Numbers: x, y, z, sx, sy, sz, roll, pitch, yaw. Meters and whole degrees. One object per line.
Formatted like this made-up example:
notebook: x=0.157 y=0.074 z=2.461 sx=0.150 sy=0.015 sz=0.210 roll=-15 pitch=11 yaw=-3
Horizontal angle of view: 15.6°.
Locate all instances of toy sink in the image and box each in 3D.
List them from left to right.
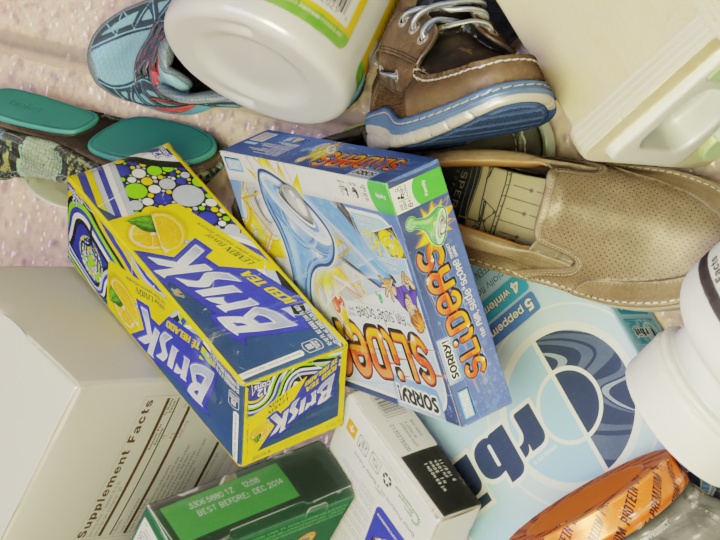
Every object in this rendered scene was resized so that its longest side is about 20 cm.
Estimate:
toy sink: x=0.159 y=-0.122 z=1.331 sx=0.112 sy=0.130 sz=0.200 roll=-42 pitch=67 yaw=30

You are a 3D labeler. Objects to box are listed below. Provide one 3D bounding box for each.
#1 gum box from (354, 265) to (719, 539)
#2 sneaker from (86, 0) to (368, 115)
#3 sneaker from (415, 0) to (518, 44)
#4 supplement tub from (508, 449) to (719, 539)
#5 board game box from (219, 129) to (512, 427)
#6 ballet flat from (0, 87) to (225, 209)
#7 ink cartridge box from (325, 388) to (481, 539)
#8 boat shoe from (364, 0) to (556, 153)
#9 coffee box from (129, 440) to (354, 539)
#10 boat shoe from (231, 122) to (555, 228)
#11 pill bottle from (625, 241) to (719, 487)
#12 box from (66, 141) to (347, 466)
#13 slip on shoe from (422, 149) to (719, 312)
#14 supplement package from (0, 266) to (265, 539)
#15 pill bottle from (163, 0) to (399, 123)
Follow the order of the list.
gum box: x=0.102 y=0.092 z=1.427 sx=0.170 sy=0.044 sz=0.200 roll=-41 pitch=67 yaw=30
sneaker: x=-0.096 y=-0.133 z=1.548 sx=0.199 sy=0.095 sz=0.080 roll=2 pitch=91 yaw=38
sneaker: x=0.079 y=-0.205 z=1.445 sx=0.200 sy=0.070 sz=0.082 roll=-61 pitch=34 yaw=23
supplement tub: x=0.162 y=0.198 z=1.300 sx=0.122 sy=0.122 sz=0.201 roll=-28 pitch=92 yaw=34
board game box: x=0.000 y=0.000 z=1.398 sx=0.200 sy=0.034 sz=0.136 roll=14 pitch=125 yaw=62
ballet flat: x=-0.157 y=-0.064 z=1.625 sx=0.199 sy=0.074 sz=0.075 roll=18 pitch=101 yaw=38
ink cartridge box: x=0.005 y=0.162 z=1.479 sx=0.095 sy=0.037 sz=0.200 roll=53 pitch=142 yaw=30
boat shoe: x=0.041 y=-0.100 z=1.342 sx=0.200 sy=0.072 sz=0.073 roll=175 pitch=88 yaw=-71
coffee box: x=-0.090 y=0.183 z=1.488 sx=0.044 sy=0.123 sz=0.200 roll=55 pitch=144 yaw=24
boat shoe: x=0.016 y=-0.050 z=1.483 sx=0.201 sy=0.060 sz=0.072 roll=-14 pitch=80 yaw=37
pill bottle: x=0.227 y=0.014 z=1.278 sx=0.200 sy=0.111 sz=0.112 roll=-44 pitch=65 yaw=23
box: x=-0.088 y=0.016 z=1.461 sx=0.200 sy=0.070 sz=0.064 roll=46 pitch=146 yaw=39
slip on shoe: x=0.108 y=-0.028 z=1.365 sx=0.199 sy=0.061 sz=0.076 roll=14 pitch=83 yaw=23
supplement package: x=-0.154 y=0.078 z=1.527 sx=0.121 sy=0.200 sz=0.120 roll=41 pitch=113 yaw=31
pill bottle: x=-0.018 y=-0.191 z=1.440 sx=0.111 sy=0.111 sz=0.201 roll=8 pitch=63 yaw=37
